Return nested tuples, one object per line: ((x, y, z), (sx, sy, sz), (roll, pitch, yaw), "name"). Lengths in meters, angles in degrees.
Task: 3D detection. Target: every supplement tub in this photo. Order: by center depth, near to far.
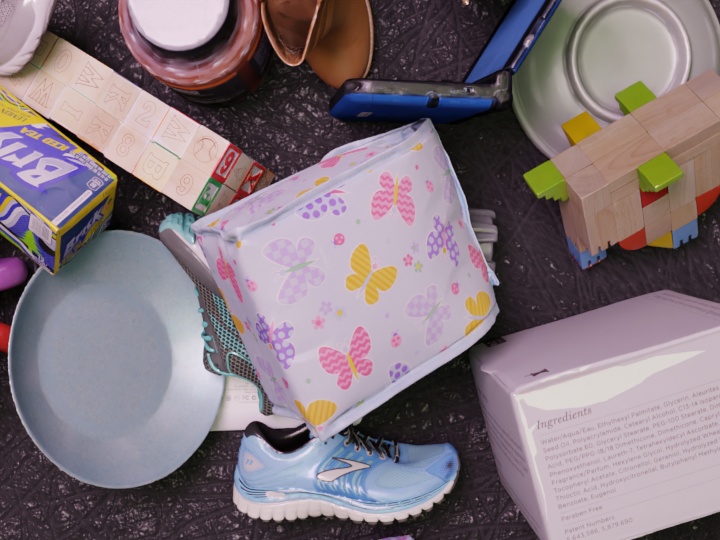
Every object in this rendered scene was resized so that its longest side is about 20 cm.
((-0.123, -0.188, 0.760), (0.105, 0.200, 0.109), (0, 93, -2), "supplement tub")

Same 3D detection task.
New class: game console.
((0.066, -0.178, 0.771), (0.167, 0.200, 0.121), (2, 94, -6), "game console")

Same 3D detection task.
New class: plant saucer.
((-0.197, 0.071, 0.802), (0.199, 0.038, 0.205), (10, 76, -45), "plant saucer")
((0.225, -0.179, 0.857), (0.196, 0.050, 0.204), (0, 93, -3), "plant saucer")

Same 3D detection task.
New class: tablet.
((-0.097, 0.074, 0.873), (0.196, 0.014, 0.133), (-2, 93, -4), "tablet")

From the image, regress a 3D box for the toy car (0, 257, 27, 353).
((-0.340, 0.023, 0.793), (0.148, 0.174, 0.204), (-4, 94, -32), "toy car")

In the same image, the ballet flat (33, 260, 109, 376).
((-0.240, 0.050, 0.836), (0.072, 0.073, 0.204), (-7, 94, -3), "ballet flat")

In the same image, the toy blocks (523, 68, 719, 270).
((0.243, -0.069, 0.830), (0.198, 0.137, 0.101), (-29, 51, -1), "toy blocks")

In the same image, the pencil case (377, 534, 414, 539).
((-0.033, 0.292, 0.856), (0.197, 0.083, 0.092), (-15, 100, -2), "pencil case")

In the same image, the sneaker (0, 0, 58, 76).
((-0.299, -0.196, 0.753), (0.082, 0.198, 0.076), (33, 68, -44), "sneaker")

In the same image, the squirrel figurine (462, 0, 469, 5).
((0.105, -0.302, 0.719), (0.185, 0.142, 0.201), (19, 120, -42), "squirrel figurine")

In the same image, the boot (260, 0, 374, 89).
((-0.038, -0.195, 0.760), (0.072, 0.156, 0.202), (-11, 130, 11), "boot")

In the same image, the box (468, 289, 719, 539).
((0.206, 0.111, 0.799), (0.197, 0.199, 0.133), (-16, 95, -2), "box")

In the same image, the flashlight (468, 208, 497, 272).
((0.016, -0.024, 0.851), (0.196, 0.069, 0.068), (3, 130, 1), "flashlight")

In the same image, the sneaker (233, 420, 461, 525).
((-0.011, 0.160, 0.846), (0.196, 0.078, 0.092), (-2, 100, -3), "sneaker")

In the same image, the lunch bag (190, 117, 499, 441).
((0.000, 0.000, 0.753), (0.198, 0.127, 0.172), (-30, 107, -20), "lunch bag")

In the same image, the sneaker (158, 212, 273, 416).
((-0.104, 0.043, 0.817), (0.091, 0.078, 0.200), (-38, 107, 10), "sneaker")

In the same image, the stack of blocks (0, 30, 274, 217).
((-0.177, -0.112, 0.804), (0.198, 0.115, 0.059), (33, 91, 14), "stack of blocks")

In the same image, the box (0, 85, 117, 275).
((-0.280, -0.091, 0.747), (0.199, 0.065, 0.070), (38, 54, 4), "box")
